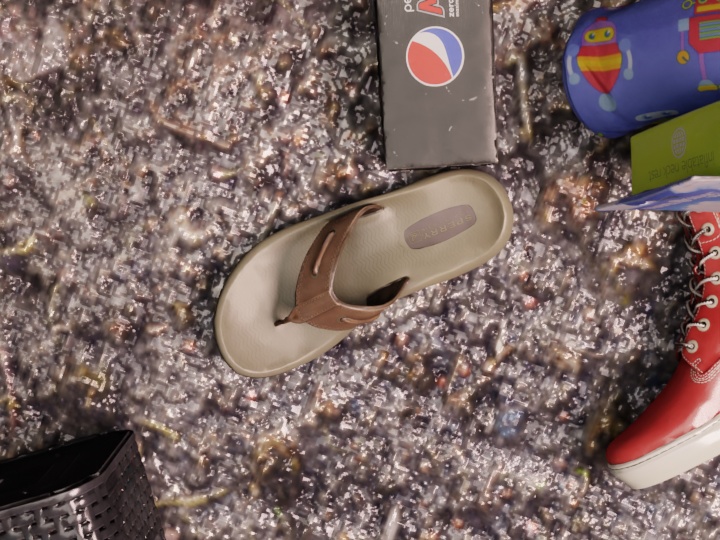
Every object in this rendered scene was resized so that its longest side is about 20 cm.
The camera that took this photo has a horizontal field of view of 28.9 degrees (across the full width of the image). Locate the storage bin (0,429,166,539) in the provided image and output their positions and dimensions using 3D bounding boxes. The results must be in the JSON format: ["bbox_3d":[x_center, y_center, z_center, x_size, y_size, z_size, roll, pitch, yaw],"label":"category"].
[{"bbox_3d":[-0.224,0.175,0.827,0.198,0.135,0.094,-17,97,3],"label":"storage bin"}]

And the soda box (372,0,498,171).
[{"bbox_3d":[0.041,-0.161,0.816,0.070,0.063,0.202,-3,97,2],"label":"soda box"}]

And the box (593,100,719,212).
[{"bbox_3d":[0.239,-0.057,0.745,0.198,0.122,0.048,1,84,-15],"label":"box"}]

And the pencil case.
[{"bbox_3d":[0.210,-0.119,0.764,0.199,0.087,0.079,-4,71,38],"label":"pencil case"}]

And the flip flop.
[{"bbox_3d":[0.000,0.000,0.840,0.199,0.058,0.082,-24,96,4],"label":"flip flop"}]

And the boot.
[{"bbox_3d":[0.200,0.023,0.834,0.200,0.072,0.145,-38,95,-3],"label":"boot"}]
